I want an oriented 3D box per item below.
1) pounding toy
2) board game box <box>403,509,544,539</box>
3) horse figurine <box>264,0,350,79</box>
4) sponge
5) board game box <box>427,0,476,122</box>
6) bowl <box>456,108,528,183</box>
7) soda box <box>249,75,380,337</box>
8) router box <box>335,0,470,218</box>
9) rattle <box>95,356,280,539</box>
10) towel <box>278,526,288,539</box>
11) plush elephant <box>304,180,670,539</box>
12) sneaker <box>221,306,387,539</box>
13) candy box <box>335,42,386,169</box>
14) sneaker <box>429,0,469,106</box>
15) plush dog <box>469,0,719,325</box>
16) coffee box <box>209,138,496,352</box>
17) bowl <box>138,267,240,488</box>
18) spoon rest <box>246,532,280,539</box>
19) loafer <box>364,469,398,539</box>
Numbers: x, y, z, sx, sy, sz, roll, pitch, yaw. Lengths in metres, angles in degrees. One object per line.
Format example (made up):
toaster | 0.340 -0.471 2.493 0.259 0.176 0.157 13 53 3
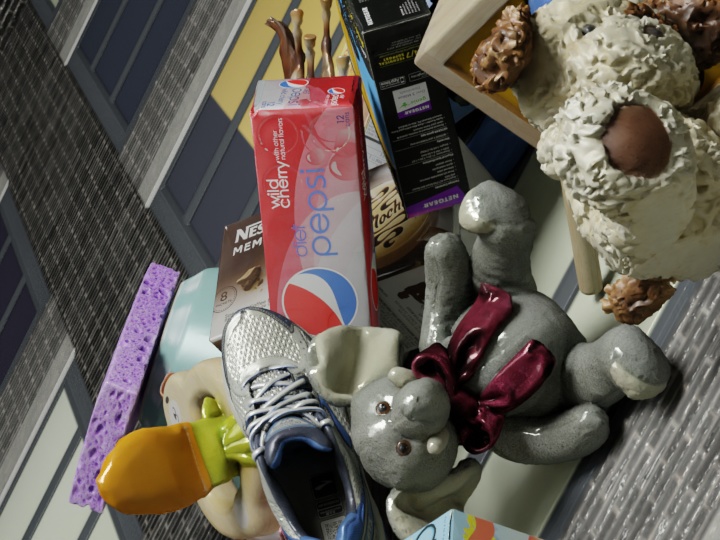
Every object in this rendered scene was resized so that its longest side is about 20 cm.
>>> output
pounding toy | 0.142 -0.124 1.386 0.200 0.184 0.142 -42 20 47
board game box | 0.040 0.232 1.328 0.200 0.103 0.105 -40 37 50
horse figurine | -0.035 -0.114 1.604 0.200 0.050 0.133 -109 21 -64
sponge | -0.177 0.086 1.725 0.200 0.030 0.112 -77 4 -63
board game box | 0.094 -0.214 1.645 0.151 0.037 0.200 -35 38 46
bowl | 0.084 -0.136 1.698 0.201 0.039 0.201 -50 27 36
soda box | -0.027 -0.023 1.473 0.063 0.070 0.200 -80 -14 -66
router box | 0.020 -0.152 1.534 0.200 0.051 0.149 -107 2 -54
rattle | -0.141 0.124 1.559 0.143 0.130 0.200 -28 29 -21
towel | -0.042 0.196 1.542 0.144 0.023 0.200 -82 -2 -52
plush elephant | 0.057 0.071 1.364 0.155 0.165 0.200 -33 -12 -26
sneaker | -0.036 0.102 1.404 0.077 0.085 0.200 -25 66 0
candy box | 0.008 -0.120 1.838 0.115 0.055 0.200 6 74 68
sneaker | 0.060 -0.205 1.556 0.076 0.088 0.200 -35 39 46
plush dog | 0.151 -0.081 1.242 0.160 0.200 0.172 -58 47 49
coffee box | 0.000 0.000 1.594 0.200 0.080 0.113 -20 44 26
bowl | -0.105 0.078 1.751 0.201 0.105 0.201 -163 90 -87
spoon rest | -0.025 0.112 1.666 0.099 0.061 0.200 59 -128 -75
loafer | 0.011 0.144 1.576 0.072 0.063 0.200 90 -171 -50
